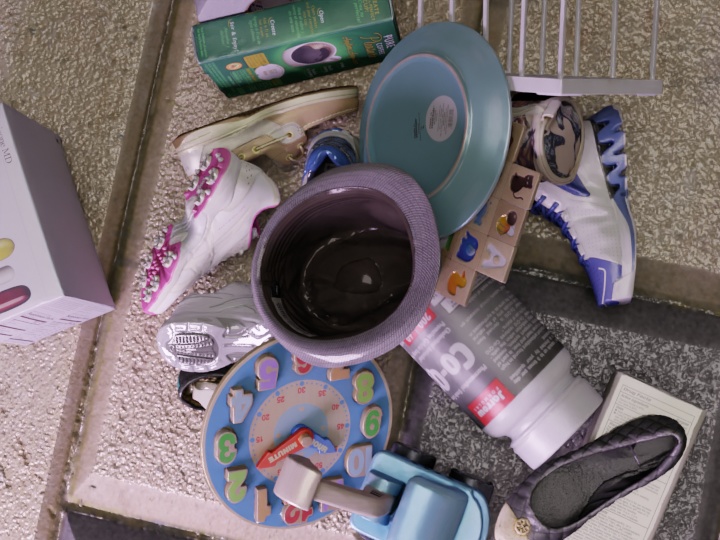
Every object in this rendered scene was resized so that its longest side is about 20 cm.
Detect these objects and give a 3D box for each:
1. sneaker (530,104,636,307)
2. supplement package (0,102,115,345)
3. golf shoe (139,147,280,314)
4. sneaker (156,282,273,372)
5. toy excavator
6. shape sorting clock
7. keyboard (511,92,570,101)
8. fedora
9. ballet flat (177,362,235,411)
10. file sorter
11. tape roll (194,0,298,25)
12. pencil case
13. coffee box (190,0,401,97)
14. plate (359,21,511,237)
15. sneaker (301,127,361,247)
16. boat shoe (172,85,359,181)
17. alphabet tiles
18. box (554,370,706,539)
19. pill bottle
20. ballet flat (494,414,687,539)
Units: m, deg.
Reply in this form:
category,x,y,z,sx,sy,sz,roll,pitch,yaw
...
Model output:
category,x,y,z,sx,sy,sz,roll,pitch,yaw
sneaker,0.210,-0.059,1.169,0.114,0.081,0.202,-6,77,10
supplement package,-0.348,-0.041,1.187,0.110,0.156,0.202,-21,82,4
golf shoe,-0.154,-0.026,1.196,0.091,0.076,0.201,20,121,-31
sneaker,-0.099,0.049,1.184,0.197,0.100,0.079,6,128,2
toy excavator,0.027,0.215,1.097,0.192,0.200,0.101,22,87,8
shape sorting clock,-0.057,0.155,1.130,0.198,0.039,0.203,-10,113,-24
keyboard,0.131,-0.095,1.179,0.201,0.104,0.040,-52,126,-15
fedora,0.000,0.000,1.074,0.198,0.090,0.179,-23,72,23
ballet flat,-0.093,0.139,1.183,0.197,0.068,0.069,12,110,9
file sorter,0.161,-0.228,1.092,0.199,0.138,0.126,15,108,50
tape roll,-0.067,-0.291,1.155,0.198,0.200,0.067,-13,84,5
pencil case,0.120,-0.127,1.112,0.199,0.089,0.078,10,62,47
coffee box,-0.059,-0.230,1.190,0.197,0.123,0.045,-12,80,7
plate,0.057,-0.130,1.087,0.199,0.025,0.203,-6,82,49
sneaker,-0.036,-0.036,1.172,0.076,0.085,0.203,0,103,7
boat shoe,-0.090,-0.137,1.215,0.198,0.074,0.067,-18,98,4
alphabet tiles,0.078,-0.068,1.088,0.199,0.006,0.168,27,103,45
box,0.247,0.206,1.133,0.094,0.078,0.202,25,88,9
pill bottle,0.130,0.086,1.140,0.114,0.114,0.200,-44,81,1
ballet flat,0.205,0.191,1.072,0.199,0.057,0.067,-35,78,5
